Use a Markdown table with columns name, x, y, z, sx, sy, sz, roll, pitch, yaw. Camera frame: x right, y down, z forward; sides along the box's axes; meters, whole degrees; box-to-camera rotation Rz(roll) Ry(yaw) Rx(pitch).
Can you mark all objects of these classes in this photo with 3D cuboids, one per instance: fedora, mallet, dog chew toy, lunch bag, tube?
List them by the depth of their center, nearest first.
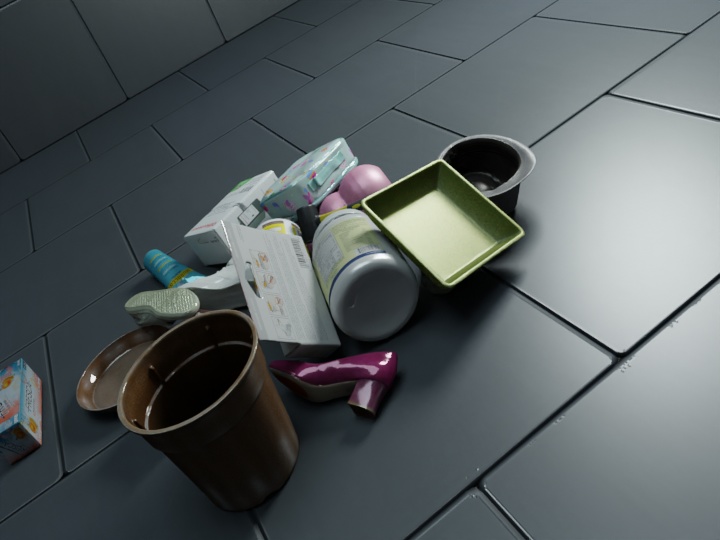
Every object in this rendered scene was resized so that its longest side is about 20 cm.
| name | x | y | z | sx | sy | sz | roll | pitch | yaw |
| --- | --- | --- | --- | --- | --- | --- | --- | --- | --- |
| mallet | -0.025 | -0.094 | 1.155 | 0.194 | 0.068 | 0.041 | -9 | 1 | 27 |
| fedora | 0.219 | -0.156 | 1.171 | 0.176 | 0.092 | 0.198 | -41 | 44 | -19 |
| dog chew toy | -0.022 | -0.103 | 1.241 | 0.198 | 0.125 | 0.125 | -39 | 34 | 4 |
| lunch bag | -0.100 | -0.174 | 1.312 | 0.158 | 0.078 | 0.201 | -12 | 32 | 49 |
| tube | -0.400 | 0.010 | 1.408 | 0.197 | 0.051 | 0.078 | 26 | 66 | 43 |

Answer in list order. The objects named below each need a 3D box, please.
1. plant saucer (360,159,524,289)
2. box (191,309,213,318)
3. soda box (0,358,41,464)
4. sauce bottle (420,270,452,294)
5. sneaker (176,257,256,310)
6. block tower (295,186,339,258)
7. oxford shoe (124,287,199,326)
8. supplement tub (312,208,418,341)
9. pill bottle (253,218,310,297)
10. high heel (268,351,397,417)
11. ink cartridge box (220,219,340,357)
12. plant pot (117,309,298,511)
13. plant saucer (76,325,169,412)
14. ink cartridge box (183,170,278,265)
| name | x | y | z | sx | sy | sz | roll | pitch | yaw |
| --- | --- | --- | --- | --- | --- | --- | --- | --- | --- |
| plant saucer | 0.125 | -0.066 | 1.032 | 0.197 | 0.049 | 0.200 | -30 | 63 | -33 |
| box | -0.281 | 0.162 | 1.100 | 0.098 | 0.076 | 0.202 | 1 | 41 | 35 |
| soda box | -0.632 | 0.254 | 1.209 | 0.062 | 0.070 | 0.200 | -30 | 35 | -9 |
| sauce bottle | 0.134 | -0.049 | 1.112 | 0.063 | 0.066 | 0.203 | -13 | 37 | 17 |
| sneaker | -0.267 | 0.024 | 1.282 | 0.193 | 0.075 | 0.117 | -9 | 33 | 12 |
| block tower | -0.071 | -0.112 | 1.337 | 0.053 | 0.059 | 0.201 | 7 | 47 | 39 |
| oxford shoe | -0.360 | 0.075 | 1.218 | 0.195 | 0.059 | 0.075 | -3 | 33 | 38 |
| supplement tub | 0.000 | 0.000 | 1.062 | 0.142 | 0.148 | 0.201 | -26 | 34 | -2 |
| pill bottle | -0.136 | 0.007 | 1.165 | 0.106 | 0.111 | 0.202 | -23 | 41 | 3 |
| high heel | -0.040 | 0.144 | 0.969 | 0.195 | 0.068 | 0.098 | 15 | 59 | 25 |
| ink cartridge box | -0.128 | 0.031 | 0.992 | 0.044 | 0.174 | 0.204 | -37 | 61 | 29 |
| plant pot | -0.186 | 0.197 | 0.878 | 0.194 | 0.202 | 0.203 | -16 | 35 | 11 |
| plant saucer | -0.420 | 0.183 | 1.198 | 0.194 | 0.035 | 0.203 | -17 | 36 | 12 |
| ink cartridge box | -0.263 | -0.109 | 1.410 | 0.144 | 0.085 | 0.201 | -7 | 37 | 50 |
